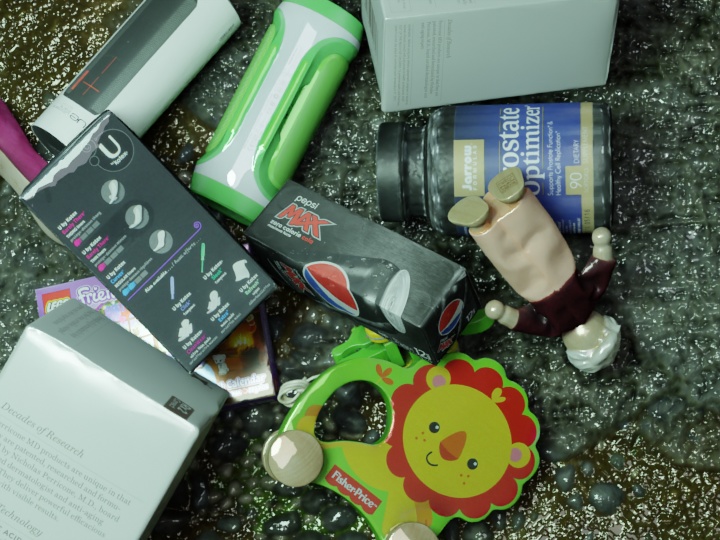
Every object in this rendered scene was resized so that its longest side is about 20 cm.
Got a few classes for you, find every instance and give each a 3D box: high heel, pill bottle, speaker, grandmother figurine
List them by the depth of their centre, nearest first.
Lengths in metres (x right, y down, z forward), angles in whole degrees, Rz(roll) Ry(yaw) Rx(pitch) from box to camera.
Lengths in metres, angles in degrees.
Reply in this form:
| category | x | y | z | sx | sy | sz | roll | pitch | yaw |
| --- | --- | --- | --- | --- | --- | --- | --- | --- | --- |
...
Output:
| category | x | y | z | sx | sy | sz | roll | pitch | yaw |
| --- | --- | --- | --- | --- | --- | --- | --- | --- | --- |
| grandmother figurine | 0.160 | 0.007 | 1.565 | 0.121 | 0.061 | 0.200 | -30 | 119 | 11 |
| pill bottle | 0.116 | -0.086 | 1.608 | 0.198 | 0.112 | 0.113 | -1 | 80 | 7 |
| speaker | -0.074 | -0.141 | 1.656 | 0.088 | 0.088 | 0.201 | 26 | 84 | 11 |
| speaker | -0.198 | -0.171 | 1.665 | 0.081 | 0.081 | 0.200 | 37 | 76 | 12 |
| high heel | -0.277 | -0.090 | 1.695 | 0.199 | 0.068 | 0.096 | 30 | 54 | -3 |

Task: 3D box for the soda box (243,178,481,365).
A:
| category | x | y | z | sx | sy | sz | roll | pitch | yaw |
| --- | --- | --- | --- | --- | --- | --- | --- | --- | --- |
| soda box | 0.000 | 0.000 | 1.591 | 0.199 | 0.063 | 0.071 | 27 | 67 | 32 |

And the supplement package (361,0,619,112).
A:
| category | x | y | z | sx | sy | sz | roll | pitch | yaw |
| --- | --- | --- | --- | --- | --- | --- | --- | --- | --- |
| supplement package | 0.106 | -0.224 | 1.596 | 0.198 | 0.118 | 0.118 | -7 | 53 | -5 |

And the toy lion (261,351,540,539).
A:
| category | x | y | z | sx | sy | sz | roll | pitch | yaw |
| --- | --- | --- | --- | --- | --- | --- | --- | --- | --- |
| toy lion | 0.044 | 0.144 | 1.589 | 0.199 | 0.069 | 0.192 | 37 | 82 | -5 |

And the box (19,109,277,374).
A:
| category | x | y | z | sx | sy | sz | roll | pitch | yaw |
| --- | --- | --- | --- | --- | --- | --- | --- | --- | --- |
| box | -0.176 | -0.028 | 1.562 | 0.106 | 0.122 | 0.200 | -44 | 100 | -3 |

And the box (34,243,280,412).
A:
| category | x | y | z | sx | sy | sz | roll | pitch | yaw |
| --- | --- | --- | --- | --- | --- | --- | --- | --- | --- |
| box | -0.178 | 0.065 | 1.658 | 0.198 | 0.039 | 0.138 | -12 | 79 | 5 |

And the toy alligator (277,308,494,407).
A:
| category | x | y | z | sx | sy | sz | roll | pitch | yaw |
| --- | --- | --- | --- | --- | --- | --- | --- | --- | --- |
| toy alligator | 0.018 | 0.061 | 1.628 | 0.198 | 0.060 | 0.054 | -21 | 37 | 4 |

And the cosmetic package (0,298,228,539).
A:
| category | x | y | z | sx | sy | sz | roll | pitch | yaw |
| --- | --- | --- | --- | --- | --- | --- | --- | --- | --- |
| cosmetic package | -0.233 | 0.156 | 1.552 | 0.164 | 0.165 | 0.201 | 30 | 98 | -1 |
